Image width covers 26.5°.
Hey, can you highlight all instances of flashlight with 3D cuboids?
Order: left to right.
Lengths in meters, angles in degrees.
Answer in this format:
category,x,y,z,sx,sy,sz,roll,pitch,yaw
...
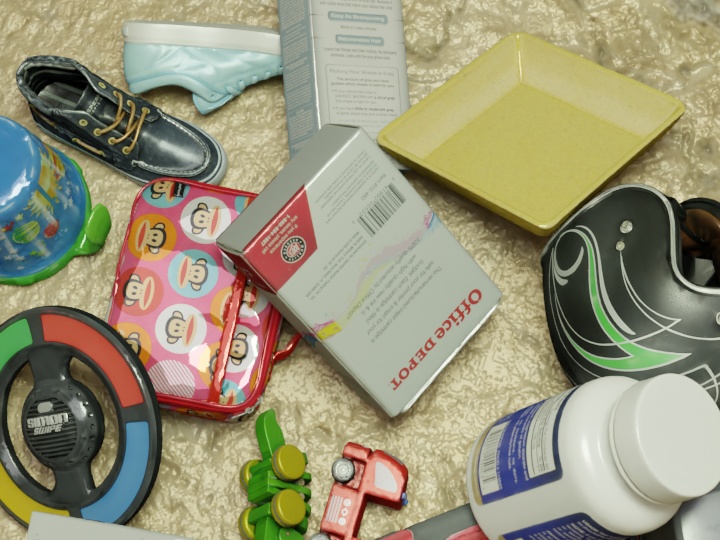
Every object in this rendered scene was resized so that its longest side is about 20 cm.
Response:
category,x,y,z,sx,sy,sz,roll,pitch,yaw
flashlight,0.072,0.228,1.231,0.198,0.069,0.068,-14,34,-32

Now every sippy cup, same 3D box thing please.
category,x,y,z,sx,sy,sz,roll,pitch,yaw
sippy cup,-0.316,-0.070,1.348,0.175,0.131,0.141,-15,73,-2

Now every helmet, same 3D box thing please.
category,x,y,z,sx,sy,sz,roll,pitch,yaw
helmet,0.253,0.037,1.249,0.198,0.200,0.192,-24,68,-4

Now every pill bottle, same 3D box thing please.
category,x,y,z,sx,sy,sz,roll,pitch,yaw
pill bottle,0.181,0.148,1.170,0.118,0.199,0.121,12,67,-29

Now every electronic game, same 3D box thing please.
category,x,y,z,sx,sy,sz,roll,pitch,yaw
electronic game,-0.252,0.130,1.288,0.197,0.042,0.203,4,98,26

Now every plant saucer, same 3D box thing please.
category,x,y,z,sx,sy,sz,roll,pitch,yaw
plant saucer,0.148,-0.112,1.329,0.199,0.049,0.199,31,56,34

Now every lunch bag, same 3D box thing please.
category,x,y,z,sx,sy,sz,roll,pitch,yaw
lunch bag,-0.128,0.029,1.336,0.174,0.082,0.203,11,76,3

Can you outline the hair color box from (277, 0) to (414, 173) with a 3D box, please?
category,x,y,z,sx,sy,sz,roll,pitch,yaw
hair color box,-0.015,-0.185,1.360,0.098,0.060,0.203,-2,85,-31

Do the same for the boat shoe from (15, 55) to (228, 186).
category,x,y,z,sx,sy,sz,roll,pitch,yaw
boat shoe,-0.218,-0.130,1.379,0.198,0.091,0.072,20,77,10

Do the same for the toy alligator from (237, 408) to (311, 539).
category,x,y,z,sx,sy,sz,roll,pitch,yaw
toy alligator,-0.065,0.216,1.280,0.054,0.059,0.202,20,55,-35

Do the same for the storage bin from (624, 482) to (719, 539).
category,x,y,z,sx,sy,sz,roll,pitch,yaw
storage bin,0.320,0.224,1.218,0.197,0.135,0.148,-9,72,2

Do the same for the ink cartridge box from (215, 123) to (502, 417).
category,x,y,z,sx,sy,sz,roll,pitch,yaw
ink cartridge box,0.000,0.000,1.284,0.146,0.083,0.200,-46,112,-11

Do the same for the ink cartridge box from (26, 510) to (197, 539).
category,x,y,z,sx,sy,sz,roll,pitch,yaw
ink cartridge box,-0.160,0.259,1.201,0.173,0.200,0.085,9,73,6

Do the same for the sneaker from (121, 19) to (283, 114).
category,x,y,z,sx,sy,sz,roll,pitch,yaw
sneaker,-0.122,-0.185,1.414,0.197,0.074,0.083,4,103,0

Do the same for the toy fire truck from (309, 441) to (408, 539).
category,x,y,z,sx,sy,sz,roll,pitch,yaw
toy fire truck,0.022,0.256,1.271,0.139,0.049,0.202,16,74,8
